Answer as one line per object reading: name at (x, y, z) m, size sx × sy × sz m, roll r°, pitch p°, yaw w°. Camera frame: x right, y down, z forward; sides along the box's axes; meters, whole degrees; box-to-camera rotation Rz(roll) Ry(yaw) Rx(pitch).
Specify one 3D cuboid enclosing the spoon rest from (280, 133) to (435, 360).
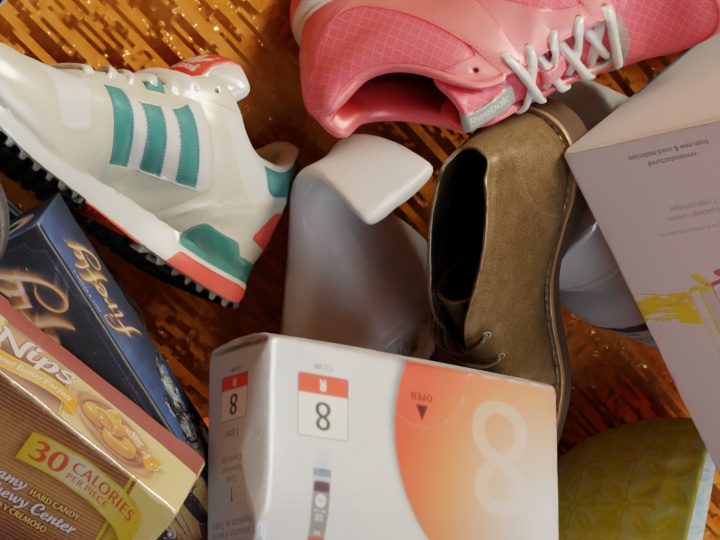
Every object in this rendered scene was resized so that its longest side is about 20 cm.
spoon rest at (0.000, 0.000, 1.290) m, size 0.099 × 0.061 × 0.200 m, roll -38°, pitch 156°, yaw -21°

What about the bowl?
bowl at (0.110, 0.163, 1.428) m, size 0.107 × 0.200 × 0.201 m, roll 12°, pitch 120°, yaw 11°

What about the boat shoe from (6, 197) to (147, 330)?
boat shoe at (-0.159, 0.003, 1.203) m, size 0.200 × 0.071 × 0.072 m, roll 27°, pitch 104°, yaw -38°

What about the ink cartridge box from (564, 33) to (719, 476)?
ink cartridge box at (0.208, -0.003, 1.235) m, size 0.128 × 0.125 × 0.200 m, roll -39°, pitch 108°, yaw -38°

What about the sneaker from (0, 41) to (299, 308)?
sneaker at (-0.102, -0.066, 1.208) m, size 0.200 × 0.070 × 0.094 m, roll 39°, pitch 78°, yaw -40°

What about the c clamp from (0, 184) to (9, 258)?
c clamp at (-0.239, -0.047, 1.090) m, size 0.171 × 0.027 × 0.200 m, roll -32°, pitch 114°, yaw 21°

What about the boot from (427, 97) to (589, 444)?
boot at (0.051, 0.025, 1.260) m, size 0.075 × 0.073 × 0.201 m, roll -28°, pitch 130°, yaw -50°

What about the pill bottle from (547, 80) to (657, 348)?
pill bottle at (0.157, -0.017, 1.353) m, size 0.200 × 0.113 × 0.113 m, roll 22°, pitch 106°, yaw -39°

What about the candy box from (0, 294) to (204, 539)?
candy box at (-0.169, 0.117, 1.136) m, size 0.115 × 0.055 × 0.200 m, roll 39°, pitch 113°, yaw -6°

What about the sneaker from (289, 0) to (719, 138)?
sneaker at (0.067, -0.093, 1.217) m, size 0.199 × 0.087 × 0.074 m, roll -7°, pitch 139°, yaw 11°

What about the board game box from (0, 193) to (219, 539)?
board game box at (-0.129, 0.085, 1.167) m, size 0.135 × 0.035 × 0.200 m, roll -27°, pitch 105°, yaw 20°

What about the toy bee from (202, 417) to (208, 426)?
toy bee at (-0.093, 0.121, 1.263) m, size 0.199 × 0.109 × 0.131 m, roll 7°, pitch 133°, yaw 1°

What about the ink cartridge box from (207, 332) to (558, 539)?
ink cartridge box at (0.012, 0.135, 1.157) m, size 0.162 × 0.050 × 0.201 m, roll 12°, pitch 68°, yaw -39°

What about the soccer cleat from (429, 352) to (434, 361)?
soccer cleat at (0.041, 0.116, 1.368) m, size 0.085 × 0.068 × 0.201 m, roll 47°, pitch 59°, yaw -49°

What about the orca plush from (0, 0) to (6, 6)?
orca plush at (-0.178, -0.102, 1.075) m, size 0.199 × 0.106 × 0.071 m, roll -14°, pitch 167°, yaw 25°
